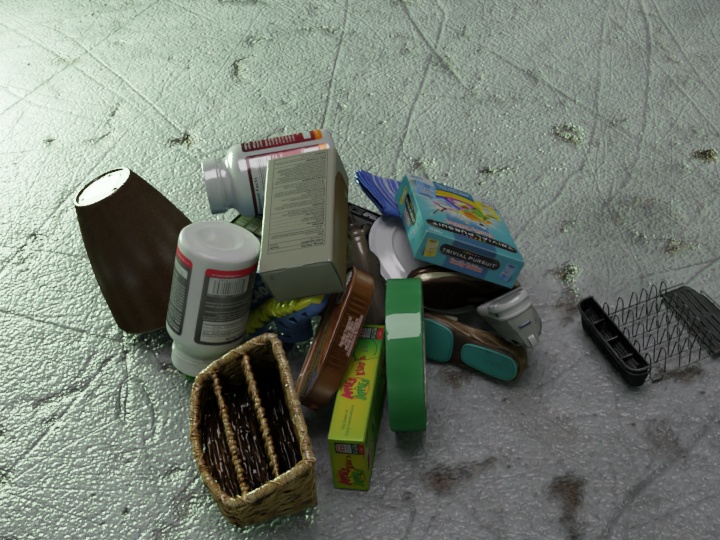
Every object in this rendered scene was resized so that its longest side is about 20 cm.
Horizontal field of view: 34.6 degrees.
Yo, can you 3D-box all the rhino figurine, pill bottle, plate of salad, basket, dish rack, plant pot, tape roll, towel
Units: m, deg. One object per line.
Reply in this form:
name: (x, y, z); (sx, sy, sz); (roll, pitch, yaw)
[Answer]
rhino figurine: (0.000, 0.000, 1.635); (0.060, 0.200, 0.087); (-12, 13, -10)
pill bottle: (-0.204, 0.043, 1.569); (0.111, 0.200, 0.111); (11, 29, -6)
plate of salad: (0.099, -0.009, 1.731); (0.200, 0.048, 0.200); (18, 45, -18)
basket: (-0.143, 0.202, 1.452); (0.143, 0.149, 0.200); (-13, 60, -8)
dish rack: (0.423, 0.078, 1.625); (0.200, 0.055, 0.153); (-18, 45, -14)
plant pot: (-0.325, -0.044, 1.688); (0.187, 0.200, 0.187); (-21, 30, 13)
tape roll: (0.061, 0.110, 1.521); (0.048, 0.201, 0.201); (-3, 43, 4)
towel: (0.098, -0.105, 1.793); (0.200, 0.024, 0.145); (9, 24, -27)
pill bottle: (-0.134, -0.144, 1.751); (0.200, 0.113, 0.113); (-10, 43, -5)

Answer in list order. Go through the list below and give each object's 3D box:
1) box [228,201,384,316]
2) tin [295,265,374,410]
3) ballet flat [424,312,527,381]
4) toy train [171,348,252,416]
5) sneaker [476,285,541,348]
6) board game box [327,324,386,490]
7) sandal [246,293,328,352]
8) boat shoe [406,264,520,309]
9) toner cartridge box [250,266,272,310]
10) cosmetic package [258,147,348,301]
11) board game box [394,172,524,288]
box: (-0.085, -0.041, 1.780); (0.200, 0.086, 0.164); (24, 50, 28)
tin: (-0.034, 0.091, 1.539); (0.042, 0.112, 0.200); (26, 72, -16)
ballet flat: (0.145, 0.098, 1.633); (0.200, 0.068, 0.072); (17, 27, 22)
toy train: (-0.194, 0.155, 1.620); (0.056, 0.042, 0.200); (-24, 45, -33)
sneaker: (0.210, 0.073, 1.597); (0.075, 0.200, 0.082); (-26, 88, 6)
board game box: (-0.001, 0.177, 1.528); (0.048, 0.102, 0.200); (3, 44, 9)
sandal: (-0.096, 0.064, 1.621); (0.080, 0.087, 0.200); (-55, 16, -29)
boat shoe: (0.138, 0.010, 1.655); (0.202, 0.075, 0.075); (8, 49, -41)
toner cartridge box: (-0.162, 0.018, 1.666); (0.200, 0.043, 0.095); (-33, 22, 40)
cosmetic package: (-0.073, -0.063, 1.560); (0.105, 0.071, 0.200); (-8, 52, 14)
board game box: (0.139, -0.061, 1.660); (0.151, 0.047, 0.200); (17, 24, -15)
